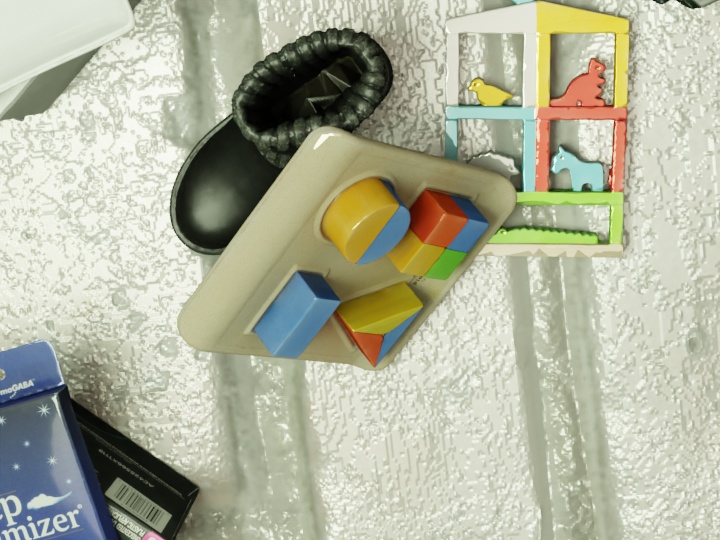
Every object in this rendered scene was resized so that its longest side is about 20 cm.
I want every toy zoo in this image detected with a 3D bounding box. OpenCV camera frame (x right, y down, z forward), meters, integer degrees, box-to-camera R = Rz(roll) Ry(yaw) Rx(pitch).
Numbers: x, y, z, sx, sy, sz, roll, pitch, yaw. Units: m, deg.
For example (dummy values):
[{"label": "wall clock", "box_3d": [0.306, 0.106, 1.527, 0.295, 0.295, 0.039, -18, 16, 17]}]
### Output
[{"label": "toy zoo", "box_3d": [0.124, -0.110, 1.203, 0.130, 0.020, 0.201, 1, 101, 5]}]

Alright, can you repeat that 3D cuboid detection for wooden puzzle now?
[{"label": "wooden puzzle", "box_3d": [0.000, 0.000, 1.146, 0.185, 0.200, 0.046, -52, 52, 22]}]

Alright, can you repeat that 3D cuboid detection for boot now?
[{"label": "boot", "box_3d": [-0.063, -0.087, 1.153, 0.079, 0.158, 0.211, 42, 100, -4]}]

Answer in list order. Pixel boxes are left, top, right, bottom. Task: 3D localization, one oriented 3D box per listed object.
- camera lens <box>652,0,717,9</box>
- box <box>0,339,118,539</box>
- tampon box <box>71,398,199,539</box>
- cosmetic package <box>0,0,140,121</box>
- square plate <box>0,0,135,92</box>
[{"label": "camera lens", "box_3d": [0.213, -0.284, 1.093, 0.160, 0.160, 0.200, 35, 101, -2]}, {"label": "box", "box_3d": [-0.236, 0.158, 1.149, 0.121, 0.032, 0.201, -17, 97, 8]}, {"label": "tampon box", "box_3d": [-0.239, 0.215, 1.239, 0.150, 0.126, 0.200, 34, 101, -2]}, {"label": "cosmetic package", "box_3d": [-0.202, -0.202, 1.171, 0.200, 0.107, 0.090, -44, 91, 9]}, {"label": "square plate", "box_3d": [-0.266, -0.209, 1.114, 0.197, 0.028, 0.201, -24, 87, 14]}]
